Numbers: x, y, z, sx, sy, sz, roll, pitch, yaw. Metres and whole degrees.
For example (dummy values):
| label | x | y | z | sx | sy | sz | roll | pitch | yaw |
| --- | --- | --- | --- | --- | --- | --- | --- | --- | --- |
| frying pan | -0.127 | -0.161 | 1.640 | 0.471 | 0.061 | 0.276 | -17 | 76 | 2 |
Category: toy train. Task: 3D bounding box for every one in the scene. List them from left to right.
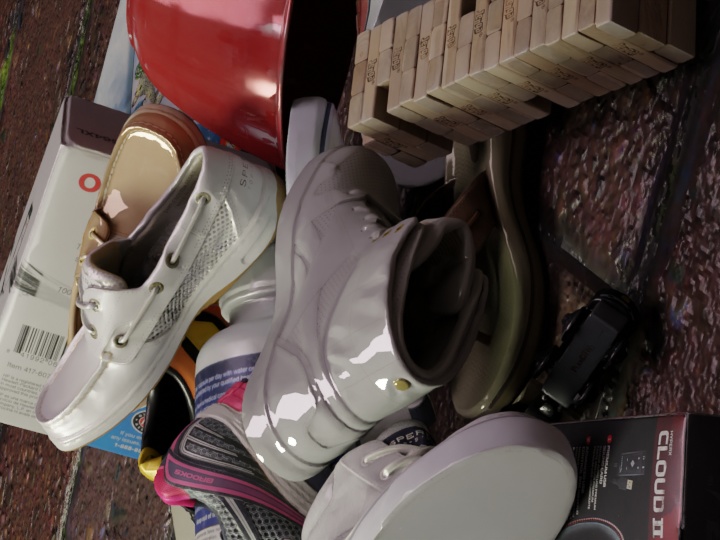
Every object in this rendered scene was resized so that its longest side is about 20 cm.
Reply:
| label | x | y | z | sx | sy | sz | roll | pitch | yaw |
| --- | --- | --- | --- | --- | --- | --- | --- | --- | --- |
| toy train | 0.076 | 0.079 | 0.982 | 0.046 | 0.034 | 0.200 | -46 | -11 | -49 |

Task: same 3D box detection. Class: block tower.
| label | x | y | z | sx | sy | sz | roll | pitch | yaw |
| --- | --- | --- | --- | --- | --- | --- | --- | --- | --- |
| block tower | 0.071 | -0.103 | 0.968 | 0.200 | 0.054 | 0.058 | -21 | 56 | 49 |

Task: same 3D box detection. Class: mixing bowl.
| label | x | y | z | sx | sy | sz | roll | pitch | yaw |
| --- | --- | --- | --- | --- | --- | --- | --- | --- | --- |
| mixing bowl | -0.067 | -0.159 | 1.186 | 0.200 | 0.108 | 0.201 | 11 | -90 | -81 |

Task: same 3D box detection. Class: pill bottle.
| label | x | y | z | sx | sy | sz | roll | pitch | yaw |
| --- | --- | --- | --- | --- | --- | --- | --- | --- | --- |
| pill bottle | -0.036 | 0.092 | 1.151 | 0.111 | 0.111 | 0.201 | 144 | 129 | -59 |

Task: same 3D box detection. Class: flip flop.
| label | x | y | z | sx | sy | sz | roll | pitch | yaw |
| --- | --- | --- | --- | --- | --- | --- | --- | --- | --- |
| flip flop | 0.050 | -0.024 | 1.047 | 0.081 | 0.057 | 0.201 | 165 | 105 | -65 |

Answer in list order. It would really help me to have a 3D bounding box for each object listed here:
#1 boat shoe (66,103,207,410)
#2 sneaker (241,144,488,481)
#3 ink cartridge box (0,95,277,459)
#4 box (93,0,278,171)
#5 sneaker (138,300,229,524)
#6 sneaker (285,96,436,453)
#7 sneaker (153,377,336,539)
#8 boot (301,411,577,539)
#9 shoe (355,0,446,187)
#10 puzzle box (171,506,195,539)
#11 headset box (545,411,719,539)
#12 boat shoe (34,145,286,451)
| label | x | y | z | sx | sy | sz | roll | pitch | yaw |
| --- | --- | --- | --- | --- | --- | --- | --- | --- | --- |
| boat shoe | -0.133 | 0.003 | 1.229 | 0.069 | 0.074 | 0.200 | -42 | -35 | -59 |
| sneaker | 0.016 | -0.002 | 0.974 | 0.115 | 0.074 | 0.200 | -33 | 32 | 35 |
| ink cartridge box | -0.150 | 0.009 | 1.327 | 0.084 | 0.146 | 0.200 | -102 | 33 | -63 |
| box | -0.112 | -0.105 | 1.386 | 0.136 | 0.038 | 0.200 | 31 | 117 | 26 |
| sneaker | -0.096 | 0.120 | 1.241 | 0.070 | 0.090 | 0.201 | 14 | 116 | 42 |
| sneaker | 0.000 | 0.000 | 1.097 | 0.073 | 0.071 | 0.200 | 89 | 174 | -68 |
| sneaker | -0.017 | 0.150 | 1.038 | 0.200 | 0.075 | 0.081 | 47 | 169 | 11 |
| boot | 0.022 | 0.096 | 0.884 | 0.200 | 0.073 | 0.096 | -51 | 29 | 40 |
| shoe | 0.030 | -0.146 | 1.132 | 0.091 | 0.071 | 0.201 | -142 | 53 | -83 |
| puzzle box | -0.079 | 0.107 | 1.352 | 0.200 | 0.025 | 0.133 | 121 | 147 | -43 |
| headset box | 0.115 | 0.136 | 0.837 | 0.200 | 0.075 | 0.149 | 163 | 112 | -65 |
| boat shoe | -0.127 | 0.011 | 1.152 | 0.200 | 0.069 | 0.071 | -51 | 34 | 12 |
